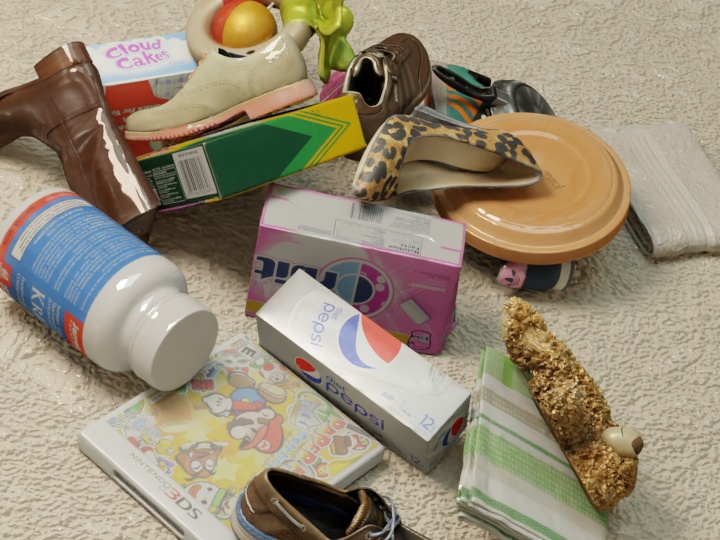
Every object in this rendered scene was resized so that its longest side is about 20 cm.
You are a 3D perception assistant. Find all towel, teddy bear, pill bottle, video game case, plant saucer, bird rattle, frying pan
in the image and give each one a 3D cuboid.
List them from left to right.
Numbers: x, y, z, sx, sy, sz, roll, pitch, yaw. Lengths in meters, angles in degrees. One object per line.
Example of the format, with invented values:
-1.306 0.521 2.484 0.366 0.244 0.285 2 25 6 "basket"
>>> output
-0.223 0.020 1.594 0.200 0.113 0.112 33 45 29 "pill bottle"
-0.110 0.151 1.553 0.182 0.023 0.200 37 46 24 "video game case"
-0.103 -0.258 1.787 0.200 0.113 0.163 32 61 23 "bird rattle"
0.155 -0.183 1.920 0.190 0.031 0.115 46 34 -20 "frying pan"
0.170 -0.089 1.791 0.199 0.032 0.201 2 48 -2 "plant saucer"
0.153 0.170 1.575 0.149 0.031 0.200 32 36 -15 "towel"
0.184 0.107 1.562 0.067 0.145 0.200 -29 54 2 "teddy bear"
0.328 -0.091 1.933 0.132 0.035 0.200 -6 45 -20 "towel"

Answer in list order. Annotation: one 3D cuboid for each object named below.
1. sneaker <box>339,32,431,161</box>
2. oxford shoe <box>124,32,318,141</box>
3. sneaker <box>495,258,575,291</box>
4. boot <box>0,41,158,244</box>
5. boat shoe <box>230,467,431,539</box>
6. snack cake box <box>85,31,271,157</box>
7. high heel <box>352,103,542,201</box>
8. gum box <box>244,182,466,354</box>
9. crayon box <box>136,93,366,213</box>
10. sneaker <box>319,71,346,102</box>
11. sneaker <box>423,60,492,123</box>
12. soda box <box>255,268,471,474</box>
0.025 -0.193 1.792 0.070 0.076 0.200 4 40 15 "sneaker"
-0.139 -0.171 1.714 0.199 0.074 0.071 -15 7 17 "oxford shoe"
0.145 -0.059 1.820 0.082 0.070 0.200 -2 42 -23 "sneaker"
-0.283 -0.091 1.736 0.064 0.186 0.201 -17 78 -48 "boot"
-0.003 0.216 1.456 0.199 0.073 0.072 19 42 -9 "boat shoe"
-0.186 -0.174 1.827 0.199 0.115 0.067 -12 47 -27 "snack cake box"
0.083 -0.092 1.697 0.142 0.072 0.200 25 33 14 "high heel"
0.000 0.000 1.681 0.199 0.114 0.066 12 41 -1 "gum box"
-0.120 -0.108 1.726 0.172 0.059 0.200 -23 9 -33 "crayon box"
0.022 -0.148 1.883 0.074 0.087 0.200 -40 40 3 "sneaker"
0.112 -0.157 1.920 0.079 0.072 0.200 5 41 -5 "sneaker"
0.001 0.088 1.599 0.200 0.068 0.063 35 65 20 "soda box"
